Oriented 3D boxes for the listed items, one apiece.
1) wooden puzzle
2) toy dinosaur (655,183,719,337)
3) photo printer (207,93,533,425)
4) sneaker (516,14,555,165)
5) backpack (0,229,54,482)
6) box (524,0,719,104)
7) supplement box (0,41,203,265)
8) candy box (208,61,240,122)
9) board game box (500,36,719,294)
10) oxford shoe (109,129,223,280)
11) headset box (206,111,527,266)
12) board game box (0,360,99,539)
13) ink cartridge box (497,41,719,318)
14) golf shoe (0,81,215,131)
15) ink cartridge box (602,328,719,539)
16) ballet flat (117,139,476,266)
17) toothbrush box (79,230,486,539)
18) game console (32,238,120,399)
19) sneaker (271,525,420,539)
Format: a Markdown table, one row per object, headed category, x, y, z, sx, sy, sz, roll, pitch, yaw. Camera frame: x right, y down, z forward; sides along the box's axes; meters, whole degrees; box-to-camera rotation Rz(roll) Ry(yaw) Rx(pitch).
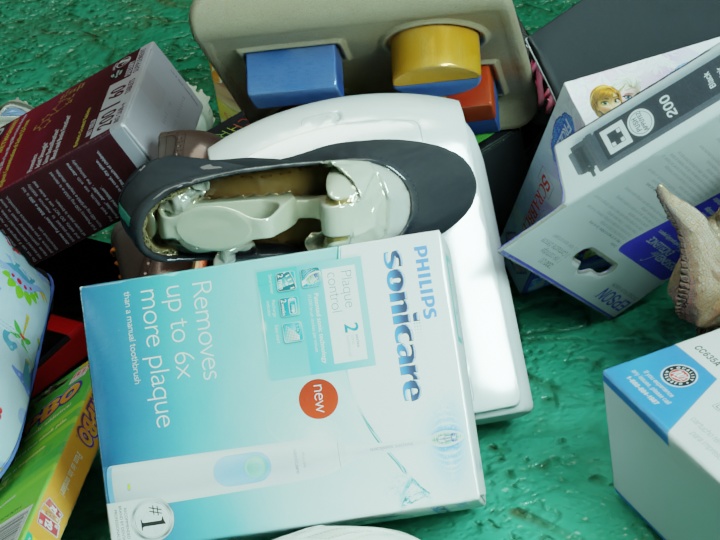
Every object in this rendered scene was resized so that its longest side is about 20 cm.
| category | x | y | z | sx | sy | sz | roll | pitch | yaw |
| --- | --- | --- | --- | --- | --- | --- | --- | --- | --- |
| wooden puzzle | 0.007 | -0.113 | 1.455 | 0.184 | 0.200 | 0.047 | -5 | 70 | 8 |
| toy dinosaur | 0.211 | 0.004 | 1.377 | 0.200 | 0.135 | 0.086 | 5 | 50 | -52 |
| photo printer | 0.000 | 0.000 | 1.406 | 0.166 | 0.201 | 0.069 | -12 | -8 | -2 |
| sneaker | 0.110 | -0.122 | 1.618 | 0.095 | 0.200 | 0.079 | 15 | 73 | 15 |
| backpack | -0.282 | 0.061 | 1.402 | 0.183 | 0.147 | 0.200 | -33 | 33 | 21 |
| box | 0.223 | -0.151 | 1.488 | 0.200 | 0.079 | 0.141 | -33 | -22 | 22 |
| supplement box | -0.204 | -0.058 | 1.575 | 0.199 | 0.061 | 0.109 | -27 | 27 | 23 |
| candy box | -0.014 | -0.143 | 1.741 | 0.199 | 0.116 | 0.055 | 10 | 35 | 31 |
| board game box | 0.196 | -0.073 | 1.481 | 0.199 | 0.200 | 0.041 | -18 | 67 | -17 |
| oxford shoe | -0.119 | 0.011 | 1.467 | 0.072 | 0.071 | 0.201 | 14 | 73 | 12 |
| headset box | -0.009 | -0.038 | 1.576 | 0.174 | 0.093 | 0.200 | -31 | 36 | -33 |
| board game box | -0.191 | 0.124 | 1.371 | 0.095 | 0.030 | 0.200 | -33 | 23 | 25 |
| ink cartridge box | 0.187 | -0.055 | 1.397 | 0.200 | 0.198 | 0.044 | -32 | 66 | 14 |
| golf shoe | -0.201 | -0.079 | 1.753 | 0.199 | 0.078 | 0.098 | -10 | 46 | 11 |
| ink cartridge box | 0.249 | 0.085 | 1.288 | 0.199 | 0.086 | 0.146 | -20 | 30 | -16 |
| ballet flat | -0.035 | -0.032 | 1.338 | 0.199 | 0.073 | 0.073 | -2 | 29 | 1 |
| toothbrush box | -0.040 | 0.069 | 1.319 | 0.199 | 0.147 | 0.085 | -8 | -8 | 4 |
| game console | -0.248 | 0.028 | 1.606 | 0.199 | 0.031 | 0.177 | 13 | 41 | 36 |
| sneaker | -0.051 | 0.177 | 1.251 | 0.199 | 0.075 | 0.100 | -9 | 11 | -1 |
